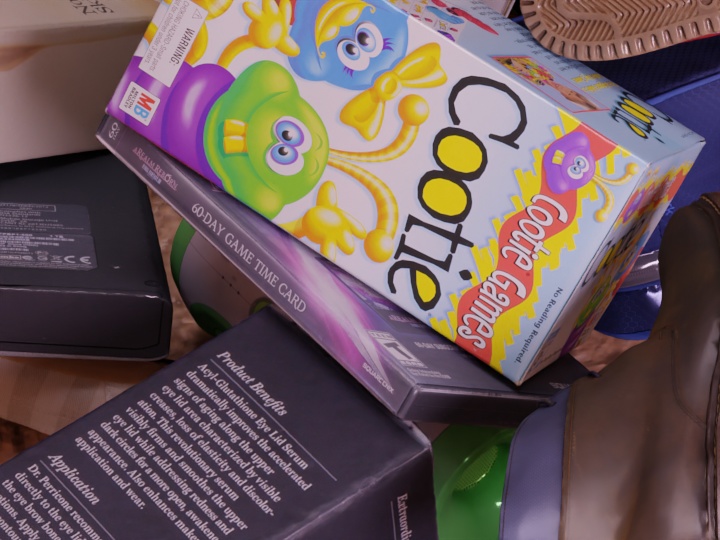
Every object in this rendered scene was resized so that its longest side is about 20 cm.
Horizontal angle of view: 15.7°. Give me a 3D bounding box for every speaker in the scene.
[{"bbox_3d":[0.000,0.037,1.128,0.088,0.089,0.200,-29,49,-21],"label":"speaker"}]

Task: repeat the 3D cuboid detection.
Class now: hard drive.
[{"bbox_3d":[-0.161,-0.016,1.165,0.139,0.033,0.200,3,21,-10],"label":"hard drive"}]

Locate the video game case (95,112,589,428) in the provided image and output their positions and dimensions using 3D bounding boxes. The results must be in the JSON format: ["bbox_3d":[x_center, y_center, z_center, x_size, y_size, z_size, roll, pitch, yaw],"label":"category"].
[{"bbox_3d":[0.000,0.000,1.060,0.143,0.019,0.200,8,28,-51],"label":"video game case"}]

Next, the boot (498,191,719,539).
[{"bbox_3d":[0.096,0.043,0.930,0.097,0.075,0.200,-4,40,6],"label":"boot"}]

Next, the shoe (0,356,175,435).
[{"bbox_3d":[-0.159,0.047,1.146,0.200,0.053,0.070,13,5,17],"label":"shoe"}]

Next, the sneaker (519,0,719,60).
[{"bbox_3d":[0.175,-0.127,1.048,0.200,0.071,0.112,-1,15,25],"label":"sneaker"}]

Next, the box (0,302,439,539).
[{"bbox_3d":[-0.073,0.133,0.998,0.200,0.148,0.104,-31,50,-24],"label":"box"}]

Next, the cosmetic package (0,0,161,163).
[{"bbox_3d":[-0.157,-0.107,1.233,0.105,0.071,0.200,30,24,28],"label":"cosmetic package"}]

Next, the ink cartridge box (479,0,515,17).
[{"bbox_3d":[-0.005,-0.187,1.198,0.145,0.083,0.200,18,21,-14],"label":"ink cartridge box"}]

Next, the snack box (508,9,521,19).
[{"bbox_3d":[-0.016,-0.141,1.273,0.200,0.053,0.142,39,24,33],"label":"snack box"}]

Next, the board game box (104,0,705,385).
[{"bbox_3d":[0.019,-0.057,1.045,0.200,0.103,0.105,33,17,13],"label":"board game box"}]

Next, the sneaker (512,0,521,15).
[{"bbox_3d":[0.097,-0.144,1.323,0.075,0.070,0.200,-18,48,-36],"label":"sneaker"}]

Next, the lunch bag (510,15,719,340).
[{"bbox_3d":[0.160,-0.057,1.173,0.200,0.132,0.136,-20,28,-15],"label":"lunch bag"}]
